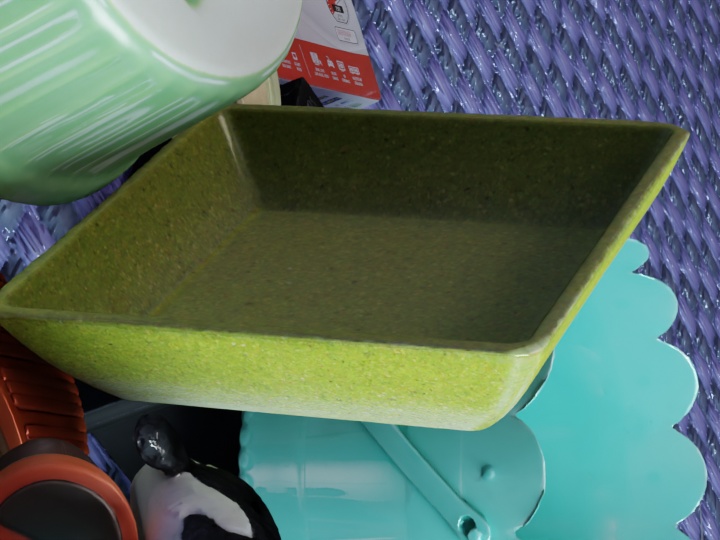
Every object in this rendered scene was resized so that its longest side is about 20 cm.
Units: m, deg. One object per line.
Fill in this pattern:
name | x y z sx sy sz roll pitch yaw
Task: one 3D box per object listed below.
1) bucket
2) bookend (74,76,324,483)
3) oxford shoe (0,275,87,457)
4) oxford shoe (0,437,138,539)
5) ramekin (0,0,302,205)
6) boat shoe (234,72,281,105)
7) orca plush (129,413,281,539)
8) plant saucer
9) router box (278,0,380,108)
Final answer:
bucket | 0.048 0.083 1.033 0.207 0.135 0.207 -3 90 -66
bookend | -0.029 0.056 1.140 0.199 0.092 0.200 56 26 -30
oxford shoe | -0.134 0.075 0.892 0.200 0.073 0.071 66 15 20
oxford shoe | -0.117 0.150 0.804 0.071 0.200 0.073 19 5 -14
ramekin | -0.109 -0.133 0.930 0.200 0.098 0.200 37 42 -43
boat shoe | -0.101 -0.131 1.071 0.063 0.073 0.201 -36 105 -56
orca plush | -0.029 0.090 0.783 0.200 0.071 0.105 129 -47 -79
plant saucer | 0.000 0.000 0.913 0.200 0.200 0.048 -49 137 -57
router box | -0.075 -0.169 1.291 0.200 0.049 0.180 2 69 -66
